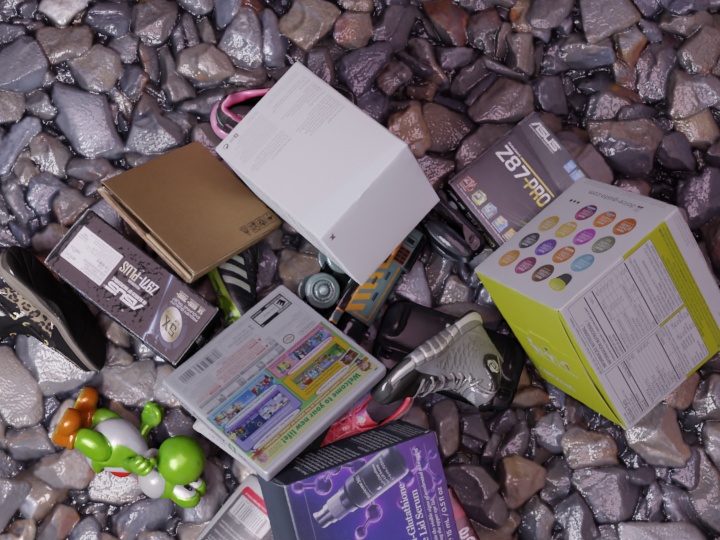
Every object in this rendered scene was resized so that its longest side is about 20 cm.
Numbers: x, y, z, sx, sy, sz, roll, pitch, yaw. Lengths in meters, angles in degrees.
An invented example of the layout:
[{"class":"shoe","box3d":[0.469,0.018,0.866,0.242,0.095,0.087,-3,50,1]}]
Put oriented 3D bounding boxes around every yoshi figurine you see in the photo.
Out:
[{"class":"yoshi figurine","box3d":[-0.271,0.215,1.423,0.200,0.112,0.113,31,73,-3]}]

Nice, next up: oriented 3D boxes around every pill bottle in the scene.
[{"class":"pill bottle","box3d":[-0.156,0.359,1.407,0.111,0.111,0.200,40,80,2]}]

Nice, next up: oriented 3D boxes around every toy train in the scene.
[{"class":"toy train","box3d":[0.000,0.000,1.496,0.114,0.085,0.201,32,80,-9]}]

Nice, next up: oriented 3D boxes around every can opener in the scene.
[{"class":"can opener","box3d":[0.085,-0.086,1.527,0.063,0.079,0.200,-42,76,-10]}]

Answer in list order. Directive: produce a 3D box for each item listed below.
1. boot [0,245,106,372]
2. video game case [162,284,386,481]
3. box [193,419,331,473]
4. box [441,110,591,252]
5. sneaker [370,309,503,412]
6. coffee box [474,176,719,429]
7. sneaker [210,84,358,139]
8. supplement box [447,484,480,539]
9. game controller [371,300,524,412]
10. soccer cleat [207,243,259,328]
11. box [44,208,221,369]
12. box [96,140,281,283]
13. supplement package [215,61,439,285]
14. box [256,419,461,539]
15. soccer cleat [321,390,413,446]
[{"class":"boot","box3d":[-0.429,0.071,1.438,0.150,0.073,0.200,-24,127,18]},{"class":"video game case","box3d":[-0.101,0.127,1.361,0.182,0.022,0.200,37,60,25]},{"class":"box","box3d":[-0.097,0.154,1.418,0.144,0.036,0.200,38,57,-12]},{"class":"box","box3d":[0.233,-0.087,1.545,0.161,0.049,0.200,-38,88,-12]},{"class":"sneaker","box3d":[0.111,0.138,1.426,0.200,0.075,0.116,-33,83,-36]},{"class":"coffee box","box3d":[0.302,0.036,1.424,0.198,0.200,0.200,-39,116,-10]},{"class":"sneaker","box3d":[-0.098,-0.213,1.511,0.199,0.095,0.079,-8,80,-8]},{"class":"supplement box","box3d":[0.112,0.386,1.454,0.108,0.061,0.201,-27,83,-9]},{"class":"game controller","box3d":[0.117,0.112,1.514,0.199,0.042,0.105,20,66,-3]},{"class":"soccer cleat","box3d":[-0.158,0.009,1.488,0.081,0.068,0.201,-24,84,-21]},{"class":"box","box3d":[-0.276,0.031,1.421,0.200,0.164,0.086,38,80,0]},{"class":"box","box3d":[-0.210,-0.080,1.443,0.163,0.021,0.200,44,35,7]},{"class":"supplement package","box3d":[-0.038,-0.117,1.406,0.152,0.151,0.200,-47,61,-4]},{"class":"box","box3d":[-0.002,0.278,1.342,0.199,0.104,0.149,-18,98,-22]},{"class":"soccer cleat","box3d":[-0.019,0.201,1.462,0.200,0.076,0.067,-32,84,-10]}]
